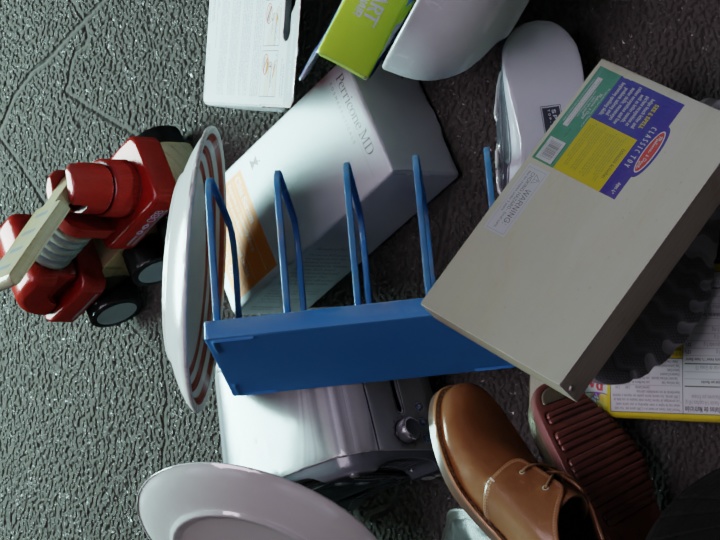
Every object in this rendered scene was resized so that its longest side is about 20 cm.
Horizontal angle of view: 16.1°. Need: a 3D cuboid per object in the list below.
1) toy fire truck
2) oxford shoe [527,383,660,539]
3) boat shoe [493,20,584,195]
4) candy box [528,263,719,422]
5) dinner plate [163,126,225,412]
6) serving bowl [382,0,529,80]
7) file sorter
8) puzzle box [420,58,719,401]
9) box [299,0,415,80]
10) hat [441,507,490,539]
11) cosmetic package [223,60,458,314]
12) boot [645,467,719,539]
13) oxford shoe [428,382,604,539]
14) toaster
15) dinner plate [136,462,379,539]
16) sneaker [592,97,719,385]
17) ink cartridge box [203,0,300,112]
[{"bbox_3d":[-0.231,-0.021,1.984,0.176,0.200,0.129,-42,60,38],"label":"toy fire truck"},{"bbox_3d":[0.156,0.169,1.651,0.074,0.071,0.200,-44,67,47],"label":"oxford shoe"},{"bbox_3d":[0.122,-0.064,1.704,0.068,0.072,0.200,114,149,-75],"label":"boat shoe"},{"bbox_3d":[0.190,0.046,1.660,0.200,0.026,0.102,0,90,47],"label":"candy box"},{"bbox_3d":[-0.117,-0.001,1.781,0.024,0.200,0.200,4,94,4],"label":"dinner plate"},{"bbox_3d":[0.089,-0.207,1.686,0.066,0.200,0.200,29,118,-2],"label":"serving bowl"},{"bbox_3d":[0.000,0.000,1.703,0.200,0.139,0.123,-7,71,3],"label":"file sorter"},{"bbox_3d":[0.142,-0.028,1.571,0.133,0.025,0.200,31,82,45],"label":"puzzle box"},{"bbox_3d":[0.031,-0.222,1.761,0.048,0.122,0.200,29,116,-1],"label":"box"},{"bbox_3d":[0.120,0.245,1.683,0.201,0.081,0.201,169,90,-69],"label":"hat"},{"bbox_3d":[-0.028,-0.059,1.862,0.200,0.071,0.101,-42,60,38],"label":"cosmetic package"},{"bbox_3d":[0.230,0.233,1.567,0.073,0.204,0.154,-9,125,40],"label":"boot"},{"bbox_3d":[0.110,0.142,1.598,0.200,0.071,0.071,59,134,28],"label":"oxford shoe"},{"bbox_3d":[-0.030,0.105,1.835,0.200,0.114,0.129,-27,66,47],"label":"toaster"},{"bbox_3d":[-0.071,0.206,1.833,0.200,0.200,0.024,-19,37,45],"label":"dinner plate"},{"bbox_3d":[0.181,-0.019,1.610,0.082,0.075,0.200,13,70,46],"label":"sneaker"},{"bbox_3d":[-0.061,-0.198,1.870,0.200,0.050,0.161,-169,83,-66],"label":"ink cartridge box"}]
